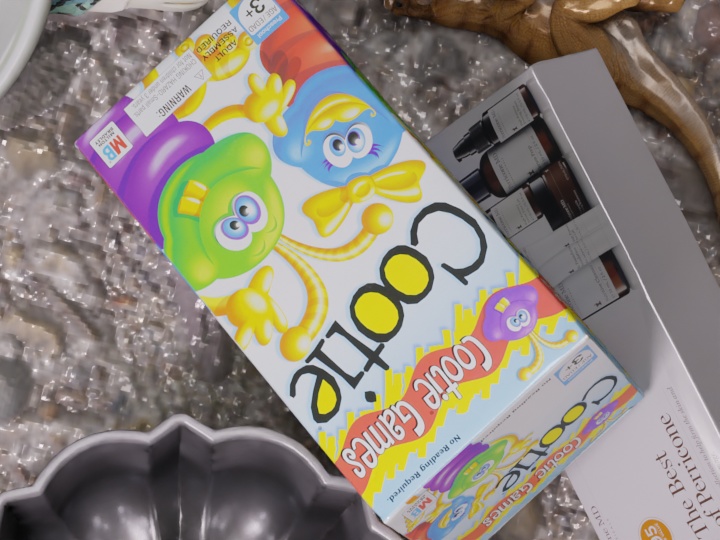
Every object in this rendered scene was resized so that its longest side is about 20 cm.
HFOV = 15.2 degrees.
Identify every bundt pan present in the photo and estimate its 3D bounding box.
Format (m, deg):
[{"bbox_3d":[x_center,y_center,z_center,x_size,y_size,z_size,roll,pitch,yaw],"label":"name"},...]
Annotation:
[{"bbox_3d":[-0.068,0.161,1.055,0.200,0.076,0.204,1,79,-4],"label":"bundt pan"}]

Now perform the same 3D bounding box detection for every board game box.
[{"bbox_3d":[0.000,0.000,1.042,0.105,0.103,0.200,-42,67,3],"label":"board game box"}]

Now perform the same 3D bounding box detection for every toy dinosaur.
[{"bbox_3d":[0.104,-0.095,1.140,0.199,0.060,0.107,31,112,2],"label":"toy dinosaur"}]

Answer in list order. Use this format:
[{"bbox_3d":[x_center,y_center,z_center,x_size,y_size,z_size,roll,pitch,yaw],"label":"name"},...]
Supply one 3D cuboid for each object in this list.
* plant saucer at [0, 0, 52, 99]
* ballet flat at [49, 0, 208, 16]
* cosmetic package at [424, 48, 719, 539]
[{"bbox_3d":[-0.217,-0.137,1.062,0.199,0.050,0.202,6,107,19],"label":"plant saucer"},{"bbox_3d":[-0.065,-0.148,1.125,0.199,0.074,0.074,-36,84,-7],"label":"ballet flat"},{"bbox_3d":[0.100,0.020,1.090,0.050,0.082,0.201,-18,78,-45],"label":"cosmetic package"}]
